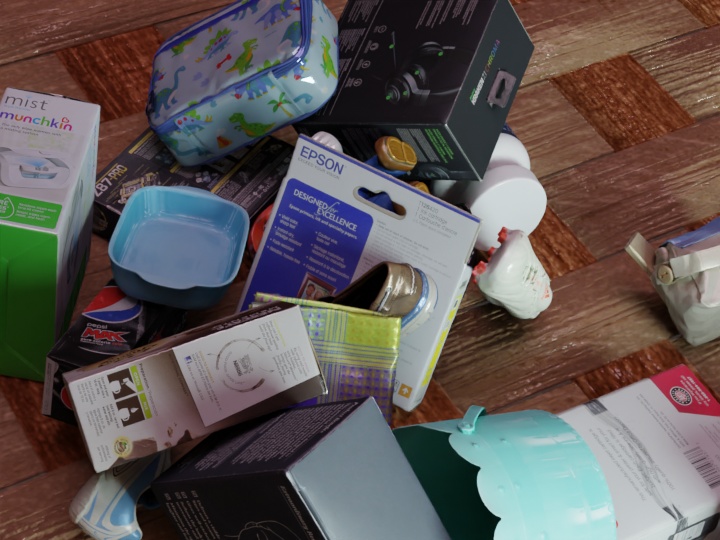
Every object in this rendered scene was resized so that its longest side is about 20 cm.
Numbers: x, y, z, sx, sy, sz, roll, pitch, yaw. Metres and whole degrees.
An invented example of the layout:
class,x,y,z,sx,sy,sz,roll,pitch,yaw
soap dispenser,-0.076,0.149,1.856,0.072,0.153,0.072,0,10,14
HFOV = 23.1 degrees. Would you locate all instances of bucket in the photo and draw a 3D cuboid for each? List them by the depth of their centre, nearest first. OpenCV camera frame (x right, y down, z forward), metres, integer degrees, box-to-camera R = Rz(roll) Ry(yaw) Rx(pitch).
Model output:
class,x,y,z,sx,sy,sz,roll,pitch,yaw
bucket,0.106,0.213,1.466,0.134,0.208,0.208,-8,48,-32

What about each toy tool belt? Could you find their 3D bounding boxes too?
class,x,y,z,sx,sy,sz,roll,pitch,yaw
toy tool belt,0.372,-0.019,1.793,0.199,0.125,0.123,-23,63,-30

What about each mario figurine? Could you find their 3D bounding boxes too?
class,x,y,z,sx,sy,sz,roll,pitch,yaw
mario figurine,-0.036,-0.051,1.706,0.106,0.199,0.124,36,41,-36

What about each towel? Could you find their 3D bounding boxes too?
class,x,y,z,sx,sy,sz,roll,pitch,yaw
towel,-0.042,0.128,1.549,0.142,0.202,0.023,9,4,-1

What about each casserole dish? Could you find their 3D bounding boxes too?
class,x,y,z,sx,sy,sz,roll,pitch,yaw
casserole dish,-0.170,-0.019,1.647,0.120,0.039,0.200,12,27,-2

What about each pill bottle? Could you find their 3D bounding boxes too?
class,x,y,z,sx,sy,sz,roll,pitch,yaw
pill bottle,0.107,-0.118,1.829,0.115,0.116,0.200,-12,45,-22

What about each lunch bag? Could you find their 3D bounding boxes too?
class,x,y,z,sx,sy,sz,roll,pitch,yaw
lunch bag,-0.120,-0.204,1.775,0.199,0.083,0.161,-23,40,22

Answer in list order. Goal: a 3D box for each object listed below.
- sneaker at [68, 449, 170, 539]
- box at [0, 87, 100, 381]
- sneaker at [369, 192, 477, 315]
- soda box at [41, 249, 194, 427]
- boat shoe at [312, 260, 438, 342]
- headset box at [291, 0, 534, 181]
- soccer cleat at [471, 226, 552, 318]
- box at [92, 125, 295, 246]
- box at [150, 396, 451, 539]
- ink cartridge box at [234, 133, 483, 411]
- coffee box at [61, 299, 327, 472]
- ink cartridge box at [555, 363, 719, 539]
class,x,y,z,sx,sy,sz,roll,pitch,yaw
sneaker,-0.192,0.165,1.552,0.072,0.072,0.201,38,41,-12
box,-0.307,-0.032,1.618,0.096,0.201,0.177,11,44,-2
sneaker,0.049,-0.050,1.757,0.076,0.115,0.200,-2,43,-41
soda box,-0.219,0.062,1.606,0.063,0.071,0.200,17,32,9
boat shoe,-0.025,0.058,1.600,0.072,0.200,0.072,34,19,-41
headset box,0.059,-0.186,1.756,0.199,0.093,0.175,2,57,34
soccer cleat,0.151,0.007,1.689,0.077,0.200,0.069,35,87,6
box,-0.168,-0.085,1.801,0.160,0.049,0.200,28,47,13
box,-0.049,0.198,1.415,0.107,0.199,0.149,-38,106,-36
ink cartridge box,0.000,0.000,1.653,0.197,0.201,0.047,26,16,15
coffee box,-0.139,0.093,1.461,0.199,0.113,0.080,-19,94,-11
ink cartridge box,0.250,0.189,1.594,0.199,0.084,0.146,-18,53,-26
